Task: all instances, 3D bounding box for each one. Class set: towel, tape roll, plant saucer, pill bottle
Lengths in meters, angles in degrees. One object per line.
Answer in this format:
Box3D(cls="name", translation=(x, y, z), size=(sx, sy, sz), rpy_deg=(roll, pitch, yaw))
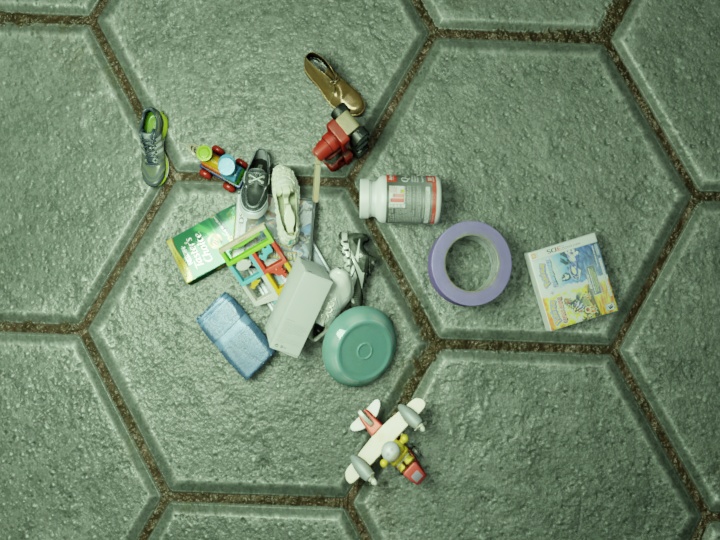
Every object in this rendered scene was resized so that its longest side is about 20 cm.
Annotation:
Box3D(cls="towel", translation=(-0.306, 0.161, 1.439), size=(0.111, 0.049, 0.201), rpy_deg=(-41, 87, -2))
Box3D(cls="tape roll", translation=(0.266, -0.015, 1.434), size=(0.194, 0.085, 0.206), rpy_deg=(0, 86, -1))
Box3D(cls="plant saucer", translation=(0.005, 0.189, 1.403), size=(0.195, 0.036, 0.206), rpy_deg=(-4, 102, -21))
Box3D(cls="pill bottle", translation=(0.095, -0.174, 1.427), size=(0.194, 0.116, 0.119), rpy_deg=(1, 86, -1))

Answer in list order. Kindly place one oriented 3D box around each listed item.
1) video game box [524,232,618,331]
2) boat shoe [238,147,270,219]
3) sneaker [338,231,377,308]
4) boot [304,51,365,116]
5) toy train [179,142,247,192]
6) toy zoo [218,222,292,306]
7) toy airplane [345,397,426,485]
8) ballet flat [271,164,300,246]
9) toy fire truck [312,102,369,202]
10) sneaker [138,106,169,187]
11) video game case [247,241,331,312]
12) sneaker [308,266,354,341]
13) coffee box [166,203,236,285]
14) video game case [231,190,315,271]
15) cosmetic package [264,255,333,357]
Box3D(cls="video game box", translation=(0.523, 0.028, 1.452), size=(0.178, 0.047, 0.205), rpy_deg=(-17, 86, 1))
Box3D(cls="boat shoe", translation=(-0.249, -0.214, 1.401), size=(0.070, 0.069, 0.203), rpy_deg=(8, 50, -4))
Box3D(cls="sneaker", translation=(0.000, 0.000, 1.440), size=(0.088, 0.066, 0.206), rpy_deg=(-7, 84, 2))
Box3D(cls="boot", translation=(-0.068, -0.467, 1.466), size=(0.199, 0.075, 0.074), rpy_deg=(43, 85, 1))
Box3D(cls="toy train", translation=(-0.378, -0.278, 1.431), size=(0.197, 0.116, 0.086), rpy_deg=(29, 86, 1))
Box3D(cls="toy zoo", translation=(-0.234, 0.000, 1.400), size=(0.129, 0.021, 0.202), rpy_deg=(-27, 115, 7))
Box3D(cls="toy airplane", translation=(0.062, 0.404, 1.378), size=(0.193, 0.141, 0.206), rpy_deg=(1, 87, 0))
Box3D(cls="ballet flat", translation=(-0.174, -0.162, 1.402), size=(0.070, 0.072, 0.206), rpy_deg=(-8, 84, -1))
Box3D(cls="toy fire truck", translation=(-0.070, -0.270, 1.402), size=(0.199, 0.176, 0.129), rpy_deg=(-41, 88, -2))
Box3D(cls="sneaker", translation=(-0.523, -0.310, 1.450), size=(0.072, 0.081, 0.206), rpy_deg=(-4, 87, 0))
Box3D(cls="video game case", translation=(-0.167, 0.019, 1.460), size=(0.180, 0.023, 0.203), rpy_deg=(-32, 87, -2))
Box3D(cls="sneaker", translation=(-0.072, 0.087, 1.387), size=(0.073, 0.087, 0.204), rpy_deg=(23, 116, 10))
Box3D(cls="coffee box", translation=(-0.369, -0.064, 1.454), size=(0.197, 0.044, 0.125), rpy_deg=(-27, 87, -2))
Box3D(cls="video game case", translation=(-0.212, -0.095, 1.433), size=(0.194, 0.025, 0.186), rpy_deg=(5, 83, -7))
Box3D(cls="cosmetic package", translation=(-0.147, 0.082, 1.370), size=(0.080, 0.113, 0.203), rpy_deg=(22, 104, -23))
